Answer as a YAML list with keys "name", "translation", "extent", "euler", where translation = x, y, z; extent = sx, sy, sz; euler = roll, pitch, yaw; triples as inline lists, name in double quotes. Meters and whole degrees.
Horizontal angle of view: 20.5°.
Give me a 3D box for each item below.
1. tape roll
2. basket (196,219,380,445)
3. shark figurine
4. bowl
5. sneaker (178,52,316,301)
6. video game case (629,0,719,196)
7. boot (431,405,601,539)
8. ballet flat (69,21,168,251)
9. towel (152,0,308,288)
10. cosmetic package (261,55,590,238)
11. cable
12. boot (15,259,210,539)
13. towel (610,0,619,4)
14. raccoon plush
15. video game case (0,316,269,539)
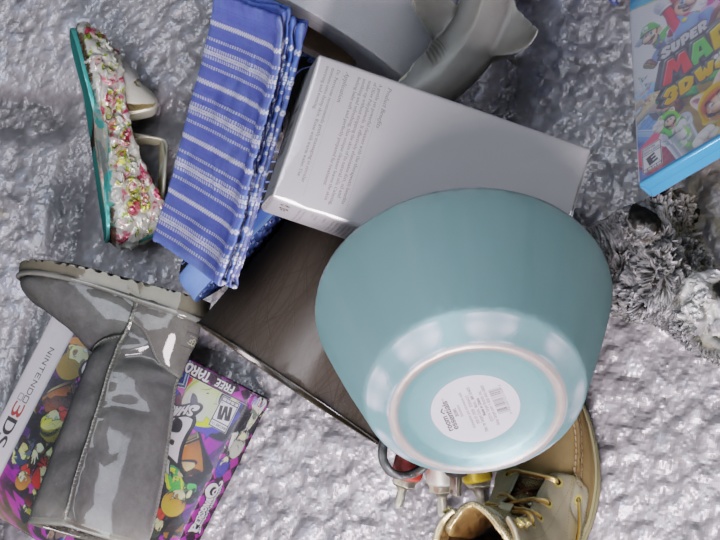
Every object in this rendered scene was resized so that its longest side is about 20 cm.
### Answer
- name: "tape roll"
  translation: [-0.016, -0.241, 1.496]
  extent: [0.202, 0.203, 0.139]
  euler: [29, 87, 27]
- name: "basket"
  translation: [0.000, 0.000, 1.461]
  extent: [0.180, 0.136, 0.200]
  euler: [28, 82, 42]
- name: "shark figurine"
  translation: [0.092, -0.198, 1.394]
  extent: [0.089, 0.128, 0.215]
  euler: [36, 124, 47]
- name: "bowl"
  translation: [0.072, 0.055, 1.292]
  extent: [0.200, 0.201, 0.105]
  euler: [-24, 37, 15]
- name: "sneaker"
  translation: [-0.081, -0.072, 1.469]
  extent: [0.078, 0.070, 0.200]
  euler: [41, 101, 11]
- name: "video game case"
  translation: [0.251, -0.157, 1.389]
  extent: [0.143, 0.018, 0.200]
  euler: [-32, 35, 32]
- name: "boot"
  translation: [0.105, 0.162, 1.354]
  extent: [0.073, 0.155, 0.201]
  euler: [5, 77, 24]
- name: "ballet flat"
  translation: [-0.191, -0.110, 1.617]
  extent: [0.064, 0.076, 0.201]
  euler: [-9, 74, -12]
- name: "towel"
  translation: [-0.098, -0.099, 1.419]
  extent: [0.145, 0.024, 0.201]
  euler: [30, 107, 59]
- name: "cosmetic package"
  translation: [0.044, -0.061, 1.362]
  extent: [0.199, 0.085, 0.108]
  euler: [20, 83, -7]
- name: "cable"
  translation: [0.056, 0.077, 1.421]
  extent: [0.050, 0.097, 0.201]
  euler: [176, 98, -68]
- name: "boot"
  translation: [-0.212, 0.101, 1.521]
  extent: [0.181, 0.073, 0.201]
  euler: [14, 85, 27]
- name: "towel"
  translation: [0.118, -0.274, 1.440]
  extent: [0.024, 0.200, 0.145]
  euler: [-47, 63, 0]
- name: "raccoon plush"
  translation: [0.199, 0.032, 1.414]
  extent: [0.200, 0.097, 0.134]
  euler: [-34, 77, 44]
- name: "video game case"
  translation: [-0.194, 0.139, 1.553]
  extent: [0.200, 0.036, 0.182]
  euler: [25, 86, 27]
